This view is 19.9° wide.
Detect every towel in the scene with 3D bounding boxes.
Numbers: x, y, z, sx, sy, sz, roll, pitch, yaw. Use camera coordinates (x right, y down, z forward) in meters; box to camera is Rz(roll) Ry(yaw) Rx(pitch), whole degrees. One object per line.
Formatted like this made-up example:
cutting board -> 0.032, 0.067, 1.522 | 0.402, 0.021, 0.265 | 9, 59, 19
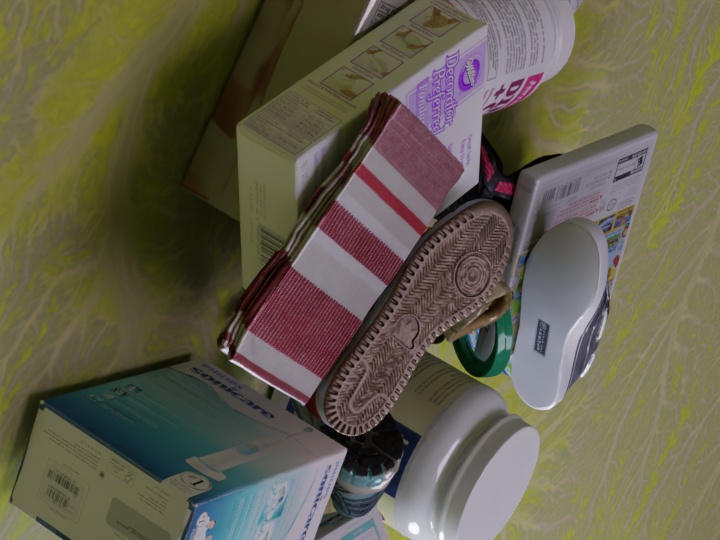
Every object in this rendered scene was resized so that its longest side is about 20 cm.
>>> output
towel -> -0.011, -0.012, 1.362 | 0.201, 0.023, 0.144 | -56, 154, -2

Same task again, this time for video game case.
video game case -> 0.180, -0.025, 1.787 | 0.199, 0.023, 0.183 | -23, 133, -49

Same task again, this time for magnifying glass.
magnifying glass -> 0.091, -0.008, 1.738 | 0.022, 0.202, 0.080 | -6, 166, -28

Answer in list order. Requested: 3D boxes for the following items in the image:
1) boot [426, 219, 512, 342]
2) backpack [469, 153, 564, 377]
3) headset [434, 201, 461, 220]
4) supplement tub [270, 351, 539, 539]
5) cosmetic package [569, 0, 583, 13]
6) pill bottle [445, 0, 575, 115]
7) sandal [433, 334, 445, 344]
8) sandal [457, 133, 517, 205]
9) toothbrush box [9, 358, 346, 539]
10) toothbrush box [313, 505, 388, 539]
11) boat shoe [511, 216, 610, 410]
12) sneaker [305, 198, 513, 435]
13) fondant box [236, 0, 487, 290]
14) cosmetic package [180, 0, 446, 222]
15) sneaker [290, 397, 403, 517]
boot -> 0.040, -0.021, 1.616 | 0.073, 0.156, 0.200 | -39, 163, 16
backpack -> 0.159, 0.011, 1.926 | 0.163, 0.153, 0.201 | -49, 133, -36
headset -> 0.000, 0.000, 1.552 | 0.124, 0.199, 0.094 | 50, 24, -28
supplement tub -> 0.036, 0.139, 1.727 | 0.145, 0.199, 0.146 | -43, 149, -34
cosmetic package -> 0.172, -0.309, 1.701 | 0.083, 0.050, 0.200 | -51, 153, -19
pill bottle -> 0.081, -0.175, 1.589 | 0.200, 0.113, 0.114 | -24, 136, -53
sandal -> 0.011, 0.010, 1.718 | 0.199, 0.054, 0.083 | 17, 75, -51
sandal -> 0.101, -0.086, 1.704 | 0.045, 0.075, 0.200 | -32, -164, 20
toothbrush box -> -0.127, 0.146, 1.470 | 0.200, 0.146, 0.086 | -15, 130, -59
toothbrush box -> -0.087, 0.261, 1.615 | 0.146, 0.199, 0.086 | -24, 97, -52
boat shoe -> 0.181, 0.030, 1.740 | 0.068, 0.072, 0.201 | -31, 142, -38
sneaker -> 0.020, 0.022, 1.481 | 0.200, 0.112, 0.071 | -50, 116, -10
fondant box -> 0.003, -0.079, 1.402 | 0.200, 0.058, 0.145 | -39, 145, -35
cosmetic package -> -0.033, -0.126, 1.452 | 0.103, 0.087, 0.201 | 14, 104, -61
sneaker -> -0.030, 0.107, 1.613 | 0.077, 0.201, 0.087 | -4, 138, -18
